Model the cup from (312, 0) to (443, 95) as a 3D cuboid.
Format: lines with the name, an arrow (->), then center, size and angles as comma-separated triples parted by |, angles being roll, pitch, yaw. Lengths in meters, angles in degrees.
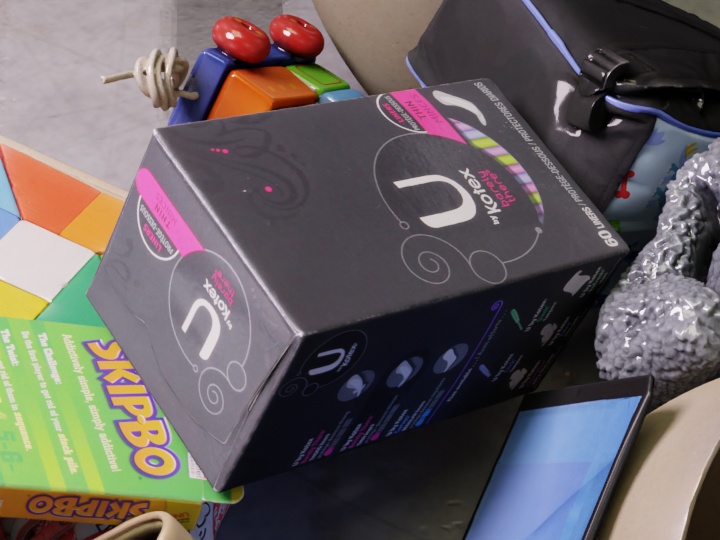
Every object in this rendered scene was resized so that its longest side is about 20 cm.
cup -> 0.055, -0.171, 1.139 | 0.199, 0.144, 0.201 | -1, 40, 0

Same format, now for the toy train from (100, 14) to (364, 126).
toy train -> -0.048, -0.077, 1.033 | 0.115, 0.085, 0.200 | 33, 19, 16

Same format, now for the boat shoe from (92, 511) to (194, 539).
boat shoe -> -0.153, 0.157, 0.781 | 0.199, 0.067, 0.074 | -24, 27, -6

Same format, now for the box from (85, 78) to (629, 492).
box -> 0.000, 0.000, 0.845 | 0.199, 0.106, 0.122 | -14, 55, -40

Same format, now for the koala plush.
koala plush -> 0.240, 0.004, 0.825 | 0.200, 0.177, 0.184 | -11, 48, 54

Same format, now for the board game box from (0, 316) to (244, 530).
board game box -> -0.151, 0.061, 0.805 | 0.199, 0.030, 0.096 | 5, 44, -15

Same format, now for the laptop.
laptop -> 0.009, 0.115, 0.762 | 0.199, 0.177, 0.104 | -11, 85, -12

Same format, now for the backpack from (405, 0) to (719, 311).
backpack -> 0.135, -0.069, 1.001 | 0.199, 0.147, 0.183 | 8, 33, -36

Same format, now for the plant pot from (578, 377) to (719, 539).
plant pot -> 0.147, 0.136, 0.766 | 0.200, 0.201, 0.134 | -35, 16, -34

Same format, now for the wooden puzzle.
wooden puzzle -> -0.161, 0.004, 0.914 | 0.199, 0.037, 0.185 | 20, 41, 15

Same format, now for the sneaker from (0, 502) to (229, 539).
sneaker -> -0.159, 0.099, 0.879 | 0.200, 0.067, 0.108 | 6, 38, 3
